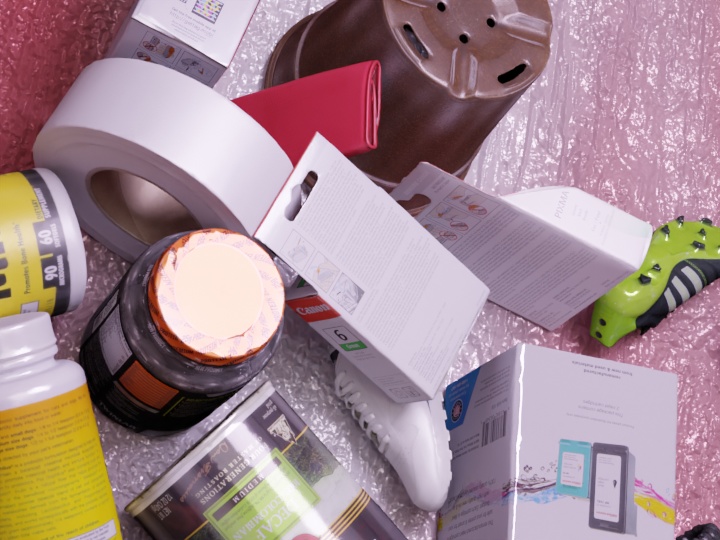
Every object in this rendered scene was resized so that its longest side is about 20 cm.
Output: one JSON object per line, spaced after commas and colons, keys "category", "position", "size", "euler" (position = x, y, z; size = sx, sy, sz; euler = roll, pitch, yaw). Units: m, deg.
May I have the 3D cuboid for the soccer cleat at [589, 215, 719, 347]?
{"category": "soccer cleat", "position": [0.265, 0.008, 1.625], "size": [0.067, 0.081, 0.200], "euler": [37, 37, 27]}

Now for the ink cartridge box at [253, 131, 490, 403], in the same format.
{"category": "ink cartridge box", "position": [0.000, 0.000, 1.421], "size": [0.200, 0.050, 0.109], "euler": [42, 61, -23]}

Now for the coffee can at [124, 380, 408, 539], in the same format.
{"category": "coffee can", "position": [-0.057, 0.204, 1.384], "size": [0.200, 0.146, 0.146], "euler": [48, 63, 0]}

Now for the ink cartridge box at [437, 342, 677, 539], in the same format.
{"category": "ink cartridge box", "position": [0.154, 0.182, 1.474], "size": [0.146, 0.147, 0.200], "euler": [12, 69, -18]}

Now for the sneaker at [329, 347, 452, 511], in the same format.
{"category": "sneaker", "position": [0.020, 0.103, 1.497], "size": [0.080, 0.076, 0.200], "euler": [-10, 69, -16]}

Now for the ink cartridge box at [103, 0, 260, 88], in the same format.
{"category": "ink cartridge box", "position": [-0.134, -0.207, 1.460], "size": [0.084, 0.200, 0.176], "euler": [27, 65, -11]}

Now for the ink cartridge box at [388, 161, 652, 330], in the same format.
{"category": "ink cartridge box", "position": [0.115, -0.033, 1.522], "size": [0.200, 0.161, 0.050], "euler": [28, 63, -10]}

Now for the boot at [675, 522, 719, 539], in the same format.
{"category": "boot", "position": [0.257, 0.320, 1.503], "size": [0.211, 0.079, 0.158], "euler": [-37, 95, -38]}

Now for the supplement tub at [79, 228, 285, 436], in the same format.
{"category": "supplement tub", "position": [-0.132, 0.045, 1.377], "size": [0.122, 0.200, 0.123], "euler": [7, 70, -20]}

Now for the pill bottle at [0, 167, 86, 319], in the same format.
{"category": "pill bottle", "position": [-0.315, -0.003, 1.371], "size": [0.200, 0.114, 0.115], "euler": [-14, 78, -25]}

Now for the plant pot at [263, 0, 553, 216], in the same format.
{"category": "plant pot", "position": [0.047, -0.171, 1.516], "size": [0.200, 0.198, 0.201], "euler": [9, 66, -21]}

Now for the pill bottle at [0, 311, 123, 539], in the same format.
{"category": "pill bottle", "position": [-0.240, 0.135, 1.328], "size": [0.109, 0.109, 0.200], "euler": [-15, 97, -25]}

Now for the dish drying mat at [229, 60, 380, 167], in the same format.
{"category": "dish drying mat", "position": [-0.063, -0.110, 1.467], "size": [0.018, 0.200, 0.077], "euler": [16, 69, -46]}

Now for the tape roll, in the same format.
{"category": "tape roll", "position": [-0.146, -0.069, 1.410], "size": [0.202, 0.202, 0.071], "euler": [34, 63, -8]}
